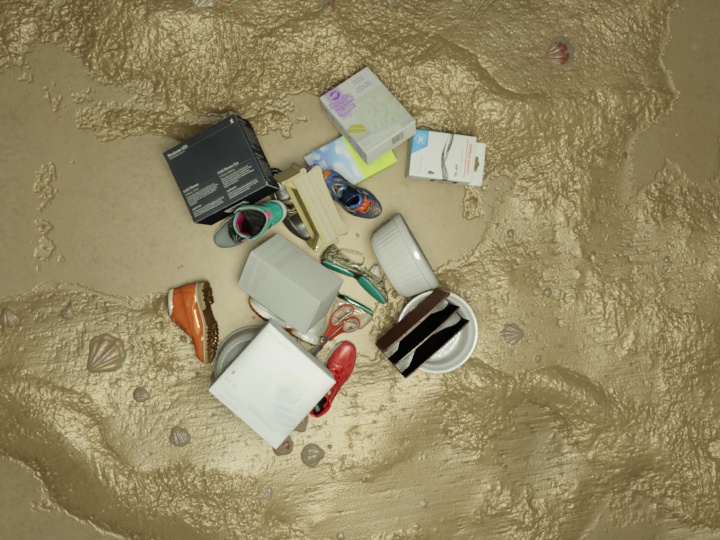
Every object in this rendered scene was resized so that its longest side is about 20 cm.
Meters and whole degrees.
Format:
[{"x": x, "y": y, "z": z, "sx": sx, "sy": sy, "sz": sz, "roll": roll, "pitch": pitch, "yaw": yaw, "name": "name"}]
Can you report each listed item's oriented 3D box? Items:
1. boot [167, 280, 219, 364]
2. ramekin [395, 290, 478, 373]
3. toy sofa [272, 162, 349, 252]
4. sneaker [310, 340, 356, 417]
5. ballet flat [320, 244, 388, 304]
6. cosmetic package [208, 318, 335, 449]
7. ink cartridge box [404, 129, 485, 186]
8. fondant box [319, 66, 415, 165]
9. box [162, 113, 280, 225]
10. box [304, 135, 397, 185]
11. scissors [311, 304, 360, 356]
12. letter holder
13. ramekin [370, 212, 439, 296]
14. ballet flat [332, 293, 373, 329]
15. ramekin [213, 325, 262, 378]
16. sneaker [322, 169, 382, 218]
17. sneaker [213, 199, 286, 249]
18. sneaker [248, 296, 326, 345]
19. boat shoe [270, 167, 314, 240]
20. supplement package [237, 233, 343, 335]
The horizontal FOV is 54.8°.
[{"x": -0.402, "y": 0.129, "z": 1.664, "sx": 0.107, "sy": 0.075, "sz": 0.200, "roll": -7, "pitch": 93, "yaw": 9, "name": "boot"}, {"x": 0.180, "y": 0.147, "z": 1.705, "sx": 0.200, "sy": 0.098, "sz": 0.201, "roll": 0, "pitch": 91, "yaw": -5, "name": "ramekin"}, {"x": -0.112, "y": -0.151, "z": 1.612, "sx": 0.097, "sy": 0.083, "sz": 0.200, "roll": -31, "pitch": 116, "yaw": -10, "name": "toy sofa"}, {"x": -0.062, "y": 0.269, "z": 1.671, "sx": 0.078, "sy": 0.116, "sz": 0.200, "roll": 24, "pitch": 89, "yaw": -7, "name": "sneaker"}, {"x": 0.000, "y": 0.000, "z": 1.705, "sx": 0.200, "sy": 0.068, "sz": 0.075, "roll": 33, "pitch": 72, "yaw": -3, "name": "ballet flat"}, {"x": -0.195, "y": 0.248, "z": 1.551, "sx": 0.199, "sy": 0.123, "sz": 0.200, "roll": 42, "pitch": 85, "yaw": -5, "name": "cosmetic package"}, {"x": 0.217, "y": -0.277, "z": 1.717, "sx": 0.200, "sy": 0.068, "sz": 0.116, "roll": 5, "pitch": 91, "yaw": -6, "name": "ink cartridge box"}, {"x": 0.017, "y": -0.370, "z": 1.660, "sx": 0.144, "sy": 0.058, "sz": 0.200, "roll": -35, "pitch": 68, "yaw": -8, "name": "fondant box"}, {"x": -0.320, "y": -0.230, "z": 1.611, "sx": 0.200, "sy": 0.104, "sz": 0.182, "roll": -25, "pitch": 87, "yaw": 10, "name": "box"}, {"x": -0.025, "y": -0.271, "z": 1.702, "sx": 0.200, "sy": 0.048, "sz": 0.122, "roll": -29, "pitch": 93, "yaw": -5, "name": "box"}, {"x": -0.087, "y": 0.160, "z": 1.669, "sx": 0.200, "sy": 0.014, "sz": 0.073, "roll": -37, "pitch": 111, "yaw": -2, "name": "scissors"}, {"x": 0.146, "y": 0.145, "z": 1.581, "sx": 0.200, "sy": 0.142, "sz": 0.101, "roll": -41, "pitch": 95, "yaw": -4, "name": "letter holder"}, {"x": 0.100, "y": -0.029, "z": 1.650, "sx": 0.094, "sy": 0.202, "sz": 0.203, "roll": -29, "pitch": 94, "yaw": 7, "name": "ramekin"}, {"x": -0.062, "y": 0.079, "z": 1.696, "sx": 0.200, "sy": 0.068, "sz": 0.067, "roll": 34, "pitch": 96, "yaw": -4, "name": "ballet flat"}, {"x": -0.253, "y": 0.234, "z": 1.657, "sx": 0.200, "sy": 0.105, "sz": 0.201, "roll": 0, "pitch": 91, "yaw": -6, "name": "ramekin"}, {"x": -0.016, "y": -0.166, "z": 1.654, "sx": 0.200, "sy": 0.078, "sz": 0.075, "roll": 22, "pitch": 104, "yaw": -45, "name": "sneaker"}, {"x": -0.276, "y": -0.098, "z": 1.616, "sx": 0.200, "sy": 0.121, "sz": 0.084, "roll": -27, "pitch": 93, "yaw": 18, "name": "sneaker"}, {"x": -0.174, "y": 0.101, "z": 1.687, "sx": 0.200, "sy": 0.076, "sz": 0.092, "roll": 30, "pitch": 80, "yaw": -13, "name": "sneaker"}, {"x": -0.172, "y": -0.157, "z": 1.675, "sx": 0.074, "sy": 0.073, "sz": 0.200, "roll": -36, "pitch": 94, "yaw": -4, "name": "boat shoe"}, {"x": -0.162, "y": 0.031, "z": 1.615, "sx": 0.200, "sy": 0.117, "sz": 0.117, "roll": 35, "pitch": 126, "yaw": 10, "name": "supplement package"}]
